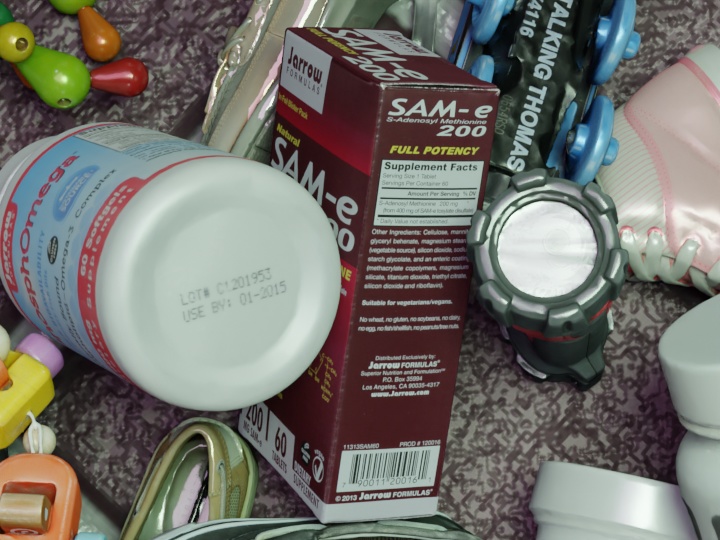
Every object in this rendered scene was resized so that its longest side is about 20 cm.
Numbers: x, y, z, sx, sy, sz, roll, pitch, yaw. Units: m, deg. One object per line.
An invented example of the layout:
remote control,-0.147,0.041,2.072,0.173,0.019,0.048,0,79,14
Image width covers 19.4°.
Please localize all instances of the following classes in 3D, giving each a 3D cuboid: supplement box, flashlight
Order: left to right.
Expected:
supplement box,0.000,0.000,0.947,0.061,0.109,0.200,0,109,-25
flashlight,0.082,0.007,0.935,0.068,0.200,0.068,12,82,6

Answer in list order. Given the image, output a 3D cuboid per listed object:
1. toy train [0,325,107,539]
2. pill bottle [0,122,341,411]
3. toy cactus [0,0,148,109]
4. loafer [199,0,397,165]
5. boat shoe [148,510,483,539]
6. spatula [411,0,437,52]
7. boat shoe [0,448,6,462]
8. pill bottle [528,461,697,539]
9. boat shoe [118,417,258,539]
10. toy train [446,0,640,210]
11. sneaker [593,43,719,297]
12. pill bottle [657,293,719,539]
toy train,-0.204,0.077,0.929,0.200,0.056,0.150,7,52,5
pill bottle,-0.099,-0.009,0.948,0.109,0.200,0.109,-6,102,-28
toy cactus,-0.199,-0.155,1.025,0.165,0.102,0.200,-20,79,-15
loafer,-0.032,-0.116,1.029,0.063,0.072,0.200,34,97,23
boat shoe,-0.030,0.140,0.943,0.200,0.071,0.072,-13,91,-29
spatula,0.030,-0.106,1.048,0.056,0.021,0.200,6,82,11
boat shoe,-0.264,0.104,1.002,0.200,0.072,0.071,-20,76,-1
pill bottle,0.107,0.194,0.947,0.116,0.116,0.200,12,81,6
boat shoe,-0.099,0.166,0.985,0.072,0.076,0.200,9,82,5
toy train,0.082,-0.107,0.990,0.087,0.114,0.200,19,75,-8
sneaker,0.176,-0.003,0.993,0.105,0.075,0.200,-31,72,-6
pill bottle,0.199,0.108,0.883,0.113,0.113,0.200,-21,106,1
